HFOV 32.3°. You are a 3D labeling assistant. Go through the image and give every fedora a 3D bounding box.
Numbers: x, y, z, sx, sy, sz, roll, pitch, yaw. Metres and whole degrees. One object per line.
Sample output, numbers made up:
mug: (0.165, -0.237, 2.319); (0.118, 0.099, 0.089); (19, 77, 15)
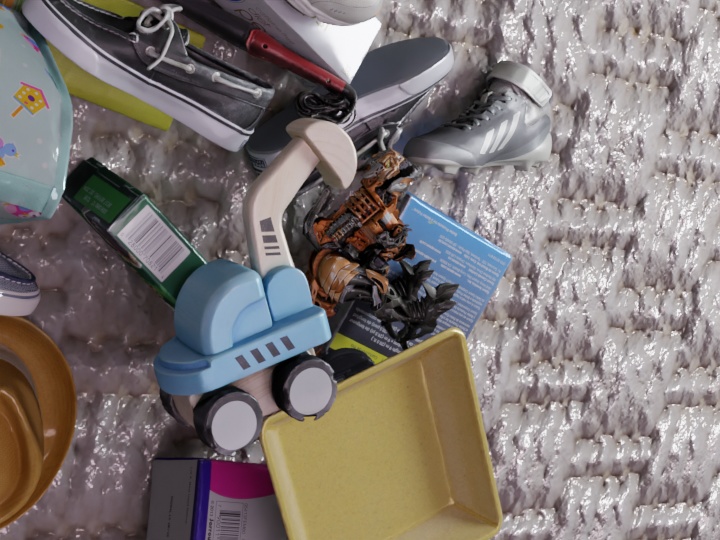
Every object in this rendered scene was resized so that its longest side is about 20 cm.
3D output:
fedora: (-0.304, 0.136, 0.980); (0.198, 0.082, 0.204); (-12, 114, -29)

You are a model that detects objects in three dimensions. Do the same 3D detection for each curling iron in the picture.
curling iron: (-0.085, -0.174, 0.989); (0.199, 0.026, 0.050); (35, 62, -10)

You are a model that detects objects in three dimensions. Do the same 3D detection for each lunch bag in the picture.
lunch bag: (-0.287, -0.113, 0.818); (0.169, 0.201, 0.123); (21, 116, -36)

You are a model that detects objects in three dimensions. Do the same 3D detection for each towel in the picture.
towel: (-0.219, -0.179, 0.959); (0.198, 0.018, 0.087); (19, 102, -36)

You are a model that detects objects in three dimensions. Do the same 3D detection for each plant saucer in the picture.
plant saucer: (0.013, 0.167, 1.037); (0.198, 0.048, 0.203); (-23, 112, -24)

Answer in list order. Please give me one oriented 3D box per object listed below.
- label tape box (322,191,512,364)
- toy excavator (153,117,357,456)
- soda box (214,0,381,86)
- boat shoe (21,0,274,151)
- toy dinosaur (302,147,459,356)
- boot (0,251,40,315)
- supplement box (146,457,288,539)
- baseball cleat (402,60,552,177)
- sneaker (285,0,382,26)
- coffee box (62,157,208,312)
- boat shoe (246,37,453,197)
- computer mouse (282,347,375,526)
label tape box: (0.034, 0.038, 1.168); (0.142, 0.066, 0.202); (27, 95, -35)
toy excavator: (-0.074, 0.007, 0.929); (0.192, 0.100, 0.203); (-22, 111, -23)
soda box: (-0.075, -0.233, 0.988); (0.200, 0.068, 0.064); (40, 71, -36)
boat shoe: (-0.153, -0.164, 0.930); (0.198, 0.074, 0.068); (31, 108, -23)
toy dinosaur: (0.000, 0.000, 1.058); (0.134, 0.103, 0.201); (26, 119, -20)
boot: (-0.311, -0.040, 0.915); (0.198, 0.073, 0.091); (26, 99, -35)
supplement box: (-0.085, 0.229, 1.124); (0.198, 0.103, 0.103); (12, 76, -33)
baseball cleat: (0.109, -0.139, 1.141); (0.198, 0.069, 0.108); (-9, 107, -51)
sneaker: (-0.036, -0.262, 0.912); (0.200, 0.091, 0.076); (46, 59, -33)
coffee box: (-0.149, 0.003, 1.005); (0.044, 0.123, 0.200); (-46, 127, -9)
boat shoe: (-0.001, -0.127, 1.070); (0.198, 0.073, 0.069); (-36, 130, -14)
computer mouse: (-0.018, 0.180, 1.098); (0.139, 0.046, 0.203); (-26, 93, -24)
